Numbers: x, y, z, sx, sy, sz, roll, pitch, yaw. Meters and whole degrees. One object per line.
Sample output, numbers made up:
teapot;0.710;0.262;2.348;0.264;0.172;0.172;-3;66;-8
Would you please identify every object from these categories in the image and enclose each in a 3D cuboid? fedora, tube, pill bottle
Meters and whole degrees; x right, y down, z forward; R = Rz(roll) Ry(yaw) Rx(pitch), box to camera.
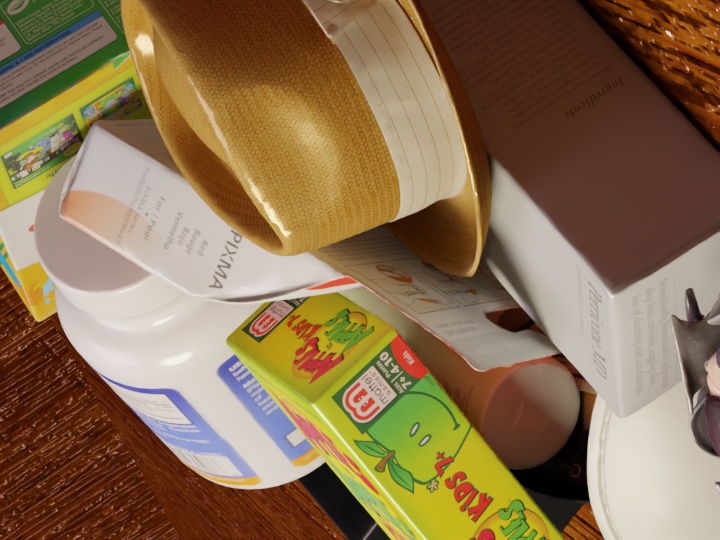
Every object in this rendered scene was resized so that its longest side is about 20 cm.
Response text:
fedora;-0.032;-0.071;1.059;0.201;0.082;0.201;52;164;22
tube;0.025;0.028;1.271;0.200;0.052;0.058;32;112;55
pill bottle;-0.078;0.018;1.353;0.112;0.112;0.200;49;177;34

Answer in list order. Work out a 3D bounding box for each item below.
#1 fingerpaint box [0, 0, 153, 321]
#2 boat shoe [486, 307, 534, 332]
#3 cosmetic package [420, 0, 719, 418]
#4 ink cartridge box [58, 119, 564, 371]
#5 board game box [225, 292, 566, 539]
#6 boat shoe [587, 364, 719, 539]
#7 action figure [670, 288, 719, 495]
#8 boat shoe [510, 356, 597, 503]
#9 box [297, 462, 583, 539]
fingerpaint box;-0.105;-0.089;1.367;0.073;0.200;0.167;52;169;28
boat shoe;0.046;0.005;1.349;0.065;0.073;0.200;62;159;-2
cosmetic package;0.065;-0.051;1.090;0.200;0.074;0.102;52;167;29
ink cartridge box;0.000;0.000;1.161;0.200;0.050;0.162;34;-160;24
board game box;0.034;0.096;1.203;0.200;0.048;0.102;51;172;-25
boat shoe;0.146;0.105;1.206;0.060;0.074;0.201;-70;-37;-56
action figure;0.164;0.072;0.937;0.130;0.069;0.200;55;175;-29
boat shoe;0.089;0.073;1.304;0.200;0.074;0.063;178;102;-73
box;0.008;0.071;1.507;0.141;0.079;0.200;19;-158;-47
